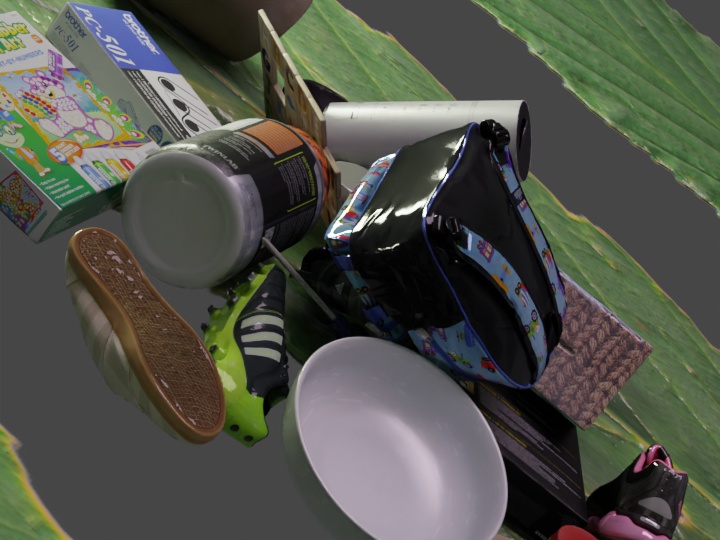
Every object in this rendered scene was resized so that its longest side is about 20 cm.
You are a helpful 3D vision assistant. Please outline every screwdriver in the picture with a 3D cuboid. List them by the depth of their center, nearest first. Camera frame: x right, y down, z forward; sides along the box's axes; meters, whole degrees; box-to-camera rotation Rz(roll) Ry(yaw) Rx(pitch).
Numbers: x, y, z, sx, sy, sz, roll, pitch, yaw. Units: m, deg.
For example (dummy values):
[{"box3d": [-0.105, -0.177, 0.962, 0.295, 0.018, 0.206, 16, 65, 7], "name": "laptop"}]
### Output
[{"box3d": [-0.029, 0.033, 1.480, 0.029, 0.028, 0.200, 35, -11, 43], "name": "screwdriver"}]

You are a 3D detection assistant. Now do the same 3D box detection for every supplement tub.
[{"box3d": [-0.108, -0.063, 1.497, 0.123, 0.123, 0.200, 44, 26, 8], "name": "supplement tub"}]

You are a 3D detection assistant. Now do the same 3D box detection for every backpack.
[{"box3d": [0.084, 0.003, 1.463, 0.200, 0.134, 0.183, 58, 36, -25], "name": "backpack"}]

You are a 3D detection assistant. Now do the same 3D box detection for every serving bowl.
[{"box3d": [0.017, 0.152, 1.370, 0.199, 0.066, 0.201, 23, 44, -24], "name": "serving bowl"}]

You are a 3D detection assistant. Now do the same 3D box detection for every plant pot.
[{"box3d": [-0.145, -0.318, 1.814, 0.174, 0.200, 0.200, 50, 21, -22], "name": "plant pot"}]

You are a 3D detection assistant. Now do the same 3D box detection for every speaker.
[{"box3d": [0.065, -0.126, 1.698, 0.199, 0.082, 0.081, 0, 20, 16], "name": "speaker"}]

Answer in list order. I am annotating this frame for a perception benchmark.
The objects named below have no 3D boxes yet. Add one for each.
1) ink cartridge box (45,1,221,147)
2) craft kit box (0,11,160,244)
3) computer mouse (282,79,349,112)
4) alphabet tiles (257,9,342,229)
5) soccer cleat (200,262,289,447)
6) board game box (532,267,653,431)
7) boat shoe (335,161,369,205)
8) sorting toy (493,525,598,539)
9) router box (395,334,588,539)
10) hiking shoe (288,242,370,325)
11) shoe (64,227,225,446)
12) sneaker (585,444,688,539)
[{"box3d": [-0.200, -0.163, 1.620, 0.200, 0.044, 0.094, 51, 25, 20], "name": "ink cartridge box"}, {"box3d": [-0.279, -0.125, 1.454, 0.197, 0.049, 0.200, 40, 25, 5], "name": "craft kit box"}, {"box3d": [0.012, -0.131, 1.792, 0.200, 0.140, 0.046, 35, 64, -20], "name": "computer mouse"}, {"box3d": [-0.057, -0.123, 1.651, 0.008, 0.168, 0.200, -17, 50, -14], "name": "alphabet tiles"}, {"box3d": [-0.088, 0.067, 1.397, 0.081, 0.067, 0.200, 45, 29, -16], "name": "soccer cleat"}, {"box3d": [0.174, 0.057, 1.637, 0.159, 0.097, 0.200, 40, 1, 4], "name": "board game box"}, {"box3d": [0.026, -0.035, 1.697, 0.200, 0.071, 0.070, 30, 26, -38], "name": "boat shoe"}, {"box3d": [0.215, 0.303, 1.419, 0.198, 0.070, 0.200, 24, 31, -32], "name": "sorting toy"}, {"box3d": [0.112, 0.138, 1.544, 0.200, 0.051, 0.149, 39, 24, -18], "name": "router box"}, {"box3d": [0.000, 0.000, 1.594, 0.100, 0.076, 0.200, 23, 6, 11], "name": "hiking shoe"}, {"box3d": [-0.165, 0.056, 1.307, 0.070, 0.053, 0.200, -6, 53, -45], "name": "shoe"}, {"box3d": [0.247, 0.200, 1.535, 0.079, 0.096, 0.200, 22, -4, -2], "name": "sneaker"}]
